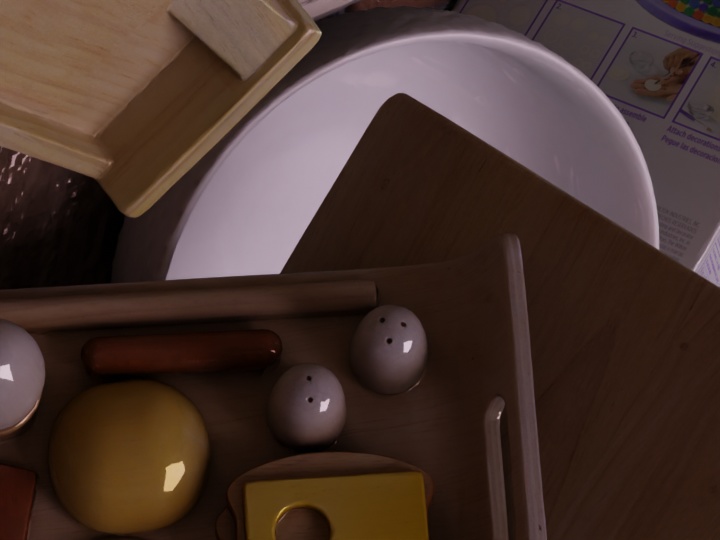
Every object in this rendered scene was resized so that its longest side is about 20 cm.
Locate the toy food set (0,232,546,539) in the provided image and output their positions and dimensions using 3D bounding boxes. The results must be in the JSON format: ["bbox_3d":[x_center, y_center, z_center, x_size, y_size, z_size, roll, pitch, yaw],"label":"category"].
[{"bbox_3d":[-0.048,0.063,0.719,0.060,0.200,0.144,99,-12,-72],"label":"toy food set"}]

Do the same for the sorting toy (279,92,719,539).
[{"bbox_3d":[0.043,0.081,0.781,0.070,0.199,0.200,24,99,-55],"label":"sorting toy"}]

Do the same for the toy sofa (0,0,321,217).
[{"bbox_3d":[-0.105,-0.088,0.673,0.083,0.098,0.200,-45,157,13],"label":"toy sofa"}]

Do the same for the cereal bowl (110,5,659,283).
[{"bbox_3d":[0.000,0.000,0.879,0.200,0.083,0.200,-12,116,-26],"label":"cereal bowl"}]

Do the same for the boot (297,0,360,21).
[{"bbox_3d":[-0.001,-0.174,0.774,0.200,0.073,0.151,-34,133,-9],"label":"boot"}]

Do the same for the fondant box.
[{"bbox_3d":[0.115,-0.089,0.987,0.200,0.144,0.058,-58,152,-14],"label":"fondant box"}]
